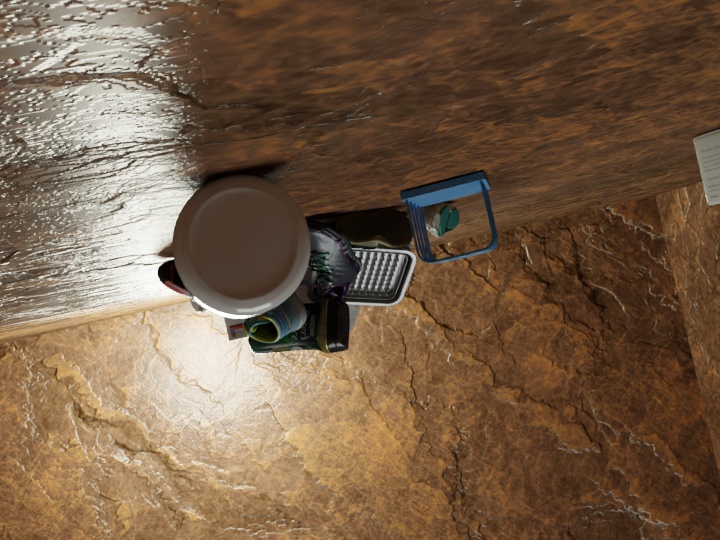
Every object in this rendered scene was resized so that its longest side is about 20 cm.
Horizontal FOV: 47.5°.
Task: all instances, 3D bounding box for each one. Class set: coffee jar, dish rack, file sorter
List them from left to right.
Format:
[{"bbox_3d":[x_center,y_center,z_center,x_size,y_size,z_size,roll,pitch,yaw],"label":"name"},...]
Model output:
[{"bbox_3d":[-0.119,0.110,1.612,0.197,0.106,0.085,-2,164,8],"label":"coffee jar"},{"bbox_3d":[0.000,0.000,1.606,0.197,0.044,0.173,4,137,-12],"label":"dish rack"},{"bbox_3d":[0.160,-0.082,1.381,0.137,0.125,0.200,-14,178,11],"label":"file sorter"}]

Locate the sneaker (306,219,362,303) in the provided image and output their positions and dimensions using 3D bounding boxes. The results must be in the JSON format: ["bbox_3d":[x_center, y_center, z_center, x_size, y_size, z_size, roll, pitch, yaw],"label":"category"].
[{"bbox_3d":[-0.054,-0.013,1.429,0.074,0.089,0.200,12,161,29],"label":"sneaker"}]

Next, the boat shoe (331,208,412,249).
[{"bbox_3d":[0.018,-0.076,1.512,0.064,0.074,0.198,-8,173,43],"label":"boat shoe"}]

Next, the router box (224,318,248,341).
[{"bbox_3d":[-0.236,0.059,1.960,0.197,0.182,0.049,-12,178,7],"label":"router box"}]

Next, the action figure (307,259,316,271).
[{"bbox_3d":[-0.162,-0.013,1.447,0.199,0.121,0.101,-24,-164,-40],"label":"action figure"}]

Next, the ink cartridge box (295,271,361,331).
[{"bbox_3d":[-0.059,0.030,1.737,0.087,0.203,0.144,29,-161,35],"label":"ink cartridge box"}]

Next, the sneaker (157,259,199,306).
[{"bbox_3d":[-0.298,0.046,1.560,0.198,0.074,0.087,20,135,-21],"label":"sneaker"}]

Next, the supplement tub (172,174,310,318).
[{"bbox_3d":[-0.133,-0.019,0.897,0.138,0.143,0.200,-12,178,-12],"label":"supplement tub"}]

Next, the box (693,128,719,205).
[{"bbox_3d":[0.754,-0.213,1.474,0.196,0.133,0.200,-12,179,-22],"label":"box"}]

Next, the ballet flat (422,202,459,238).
[{"bbox_3d":[0.153,-0.104,1.657,0.071,0.073,0.200,-13,178,16],"label":"ballet flat"}]

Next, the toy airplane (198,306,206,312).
[{"bbox_3d":[-0.224,0.011,1.695,0.199,0.141,0.200,3,129,-49],"label":"toy airplane"}]

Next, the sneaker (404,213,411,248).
[{"bbox_3d":[0.074,-0.068,1.739,0.080,0.090,0.200,-13,178,7],"label":"sneaker"}]

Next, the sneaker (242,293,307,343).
[{"bbox_3d":[-0.194,0.046,1.504,0.080,0.200,0.131,-45,178,32],"label":"sneaker"}]

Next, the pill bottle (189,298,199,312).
[{"bbox_3d":[-0.291,0.035,1.885,0.197,0.115,0.113,-14,178,8],"label":"pill bottle"}]
